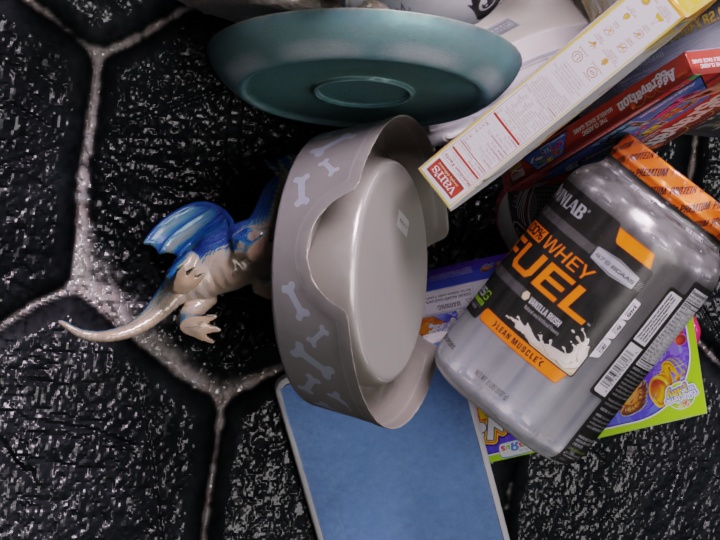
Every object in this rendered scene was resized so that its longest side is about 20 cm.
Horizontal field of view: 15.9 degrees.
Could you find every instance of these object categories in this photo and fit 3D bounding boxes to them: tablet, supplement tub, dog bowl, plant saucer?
[{"bbox_3d":[0.027,0.147,1.775,0.130,0.014,0.201,-15,110,0],"label":"tablet"},{"bbox_3d":[0.151,0.017,1.689,0.122,0.123,0.200,33,97,-33],"label":"supplement tub"},{"bbox_3d":[0.000,0.000,1.652,0.200,0.058,0.201,2,90,-71],"label":"dog bowl"},{"bbox_3d":[0.002,-0.122,1.621,0.200,0.200,0.028,10,76,-34],"label":"plant saucer"}]

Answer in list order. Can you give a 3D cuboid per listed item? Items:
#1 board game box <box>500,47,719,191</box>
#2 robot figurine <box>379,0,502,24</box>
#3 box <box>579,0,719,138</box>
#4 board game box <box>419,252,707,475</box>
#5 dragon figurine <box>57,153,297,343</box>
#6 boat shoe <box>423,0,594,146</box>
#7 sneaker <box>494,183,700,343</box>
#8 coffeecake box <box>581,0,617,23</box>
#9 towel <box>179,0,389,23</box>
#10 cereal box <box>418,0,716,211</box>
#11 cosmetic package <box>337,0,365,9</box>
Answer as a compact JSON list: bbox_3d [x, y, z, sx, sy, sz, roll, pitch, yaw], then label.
[{"bbox_3d":[0.190,-0.101,1.708,0.103,0.200,0.020,-11,77,-38],"label":"board game box"},{"bbox_3d":[0.036,-0.250,1.658,0.150,0.125,0.201,-16,108,-23],"label":"robot figurine"},{"bbox_3d":[0.258,-0.146,1.770,0.200,0.158,0.049,0,70,-54],"label":"box"},{"bbox_3d":[0.132,0.053,1.787,0.199,0.045,0.135,-13,109,-3],"label":"board game box"},{"bbox_3d":[-0.100,-0.005,1.664,0.199,0.099,0.059,-28,118,-4],"label":"dragon figurine"},{"bbox_3d":[0.115,-0.142,1.772,0.200,0.072,0.069,-29,131,-28],"label":"boat shoe"},{"bbox_3d":[0.173,-0.012,1.831,0.200,0.075,0.081,44,77,-31],"label":"sneaker"},{"bbox_3d":[0.233,-0.246,1.684,0.153,0.200,0.073,-14,63,-16],"label":"coffeecake box"},{"bbox_3d":[-0.088,-0.182,1.589,0.199,0.132,0.035,20,86,-34],"label":"towel"},{"bbox_3d":[0.137,-0.123,1.636,0.200,0.144,0.040,-40,89,24],"label":"cereal box"},{"bbox_3d":[0.044,-0.256,1.537,0.200,0.074,0.102,-36,78,-9],"label":"cosmetic package"}]
